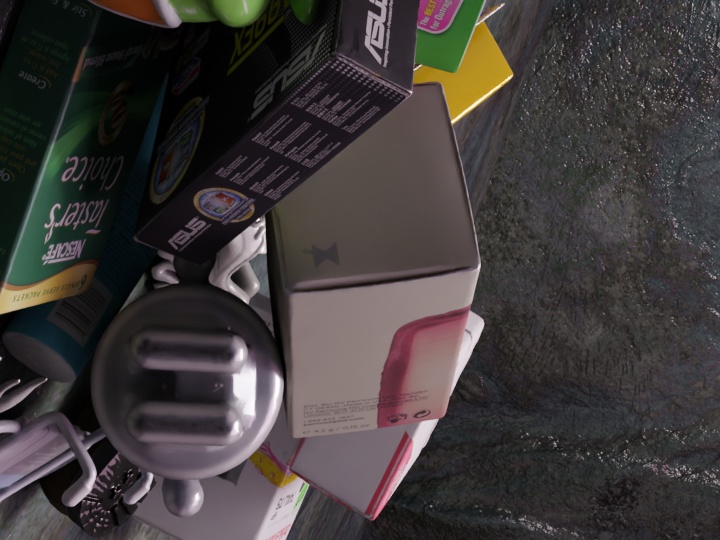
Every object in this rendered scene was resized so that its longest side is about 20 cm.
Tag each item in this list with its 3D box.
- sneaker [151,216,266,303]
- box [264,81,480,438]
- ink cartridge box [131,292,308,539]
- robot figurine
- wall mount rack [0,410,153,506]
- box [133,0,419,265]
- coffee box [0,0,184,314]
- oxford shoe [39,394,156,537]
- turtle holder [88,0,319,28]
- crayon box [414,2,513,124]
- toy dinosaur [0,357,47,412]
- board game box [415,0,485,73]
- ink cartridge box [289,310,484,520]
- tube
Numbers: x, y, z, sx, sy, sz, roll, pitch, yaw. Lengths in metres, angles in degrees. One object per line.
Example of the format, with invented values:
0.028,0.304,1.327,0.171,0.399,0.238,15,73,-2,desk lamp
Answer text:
-0.097,-0.057,0.933,0.075,0.080,0.202,-52,161,-49,sneaker
0.000,0.000,0.771,0.201,0.107,0.129,95,-13,-61,box
-0.105,0.128,1.106,0.202,0.145,0.147,-66,170,2,ink cartridge box
-0.106,0.064,0.793,0.200,0.111,0.172,170,-73,-83,robot figurine
-0.223,0.155,0.782,0.173,0.075,0.200,-33,168,1,wall mount rack
-0.041,-0.114,0.649,0.199,0.044,0.162,-33,-139,49,box
-0.152,-0.079,0.681,0.123,0.044,0.202,-19,132,-78,coffee box
-0.159,0.094,0.938,0.200,0.084,0.073,-45,137,-29,oxford shoe
-0.082,-0.196,0.533,0.141,0.130,0.188,-6,99,-82,turtle holder
0.017,-0.112,0.880,0.125,0.052,0.199,-38,-167,-21,crayon box
-0.216,0.113,0.616,0.077,0.101,0.202,-55,164,-46,toy dinosaur
0.069,-0.242,0.742,0.201,0.040,0.154,110,-11,-45,board game box
0.028,0.100,1.062,0.147,0.084,0.200,-64,170,11,ink cartridge box
-0.150,-0.025,0.804,0.201,0.050,0.078,-62,147,-29,tube
